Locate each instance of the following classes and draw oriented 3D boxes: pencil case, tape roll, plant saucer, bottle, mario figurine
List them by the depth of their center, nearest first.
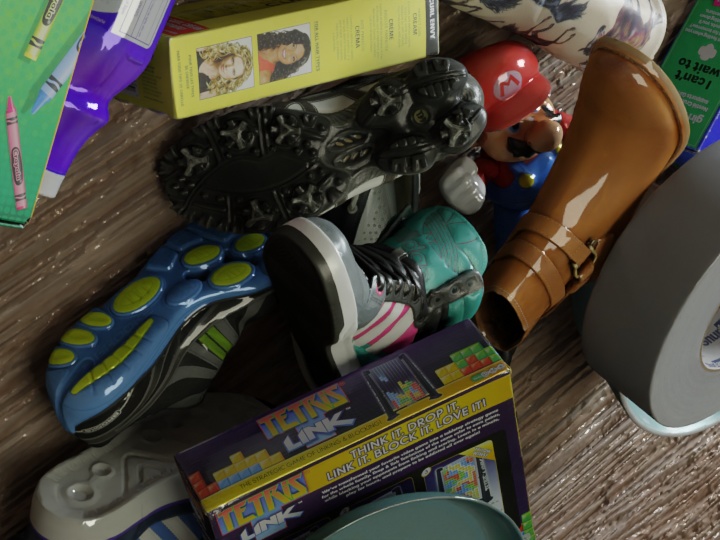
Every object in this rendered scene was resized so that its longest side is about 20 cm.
[{"bbox_3d":[-0.147,-0.139,0.969,0.200,0.083,0.065,-66,157,2],"label":"bottle"},{"bbox_3d":[0.009,0.207,1.109,0.200,0.027,0.201,-16,131,-20],"label":"plant saucer"},{"bbox_3d":[0.114,-0.191,1.193,0.200,0.089,0.078,18,115,-45],"label":"pencil case"},{"bbox_3d":[0.241,0.007,1.221,0.200,0.066,0.201,-33,145,-27],"label":"tape roll"},{"bbox_3d":[0.117,-0.069,1.229,0.200,0.106,0.124,64,29,-47],"label":"mario figurine"}]

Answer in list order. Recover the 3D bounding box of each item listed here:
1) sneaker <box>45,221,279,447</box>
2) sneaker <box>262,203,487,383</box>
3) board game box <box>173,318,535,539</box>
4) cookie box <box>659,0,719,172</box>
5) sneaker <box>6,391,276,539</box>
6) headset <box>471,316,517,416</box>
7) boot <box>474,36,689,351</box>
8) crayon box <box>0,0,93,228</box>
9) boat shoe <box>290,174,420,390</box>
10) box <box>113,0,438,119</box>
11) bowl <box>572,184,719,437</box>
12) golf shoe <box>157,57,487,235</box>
[{"bbox_3d":[-0.108,0.034,1.105,0.200,0.071,0.083,-39,151,-27],"label":"sneaker"},{"bbox_3d":[0.017,0.000,1.082,0.121,0.084,0.200,-38,158,-11],"label":"sneaker"},{"bbox_3d":[0.002,0.140,1.108,0.200,0.057,0.166,-24,133,-13],"label":"board game box"},{"bbox_3d":[0.316,-0.150,1.405,0.171,0.075,0.200,34,84,-46],"label":"cookie box"},{"bbox_3d":[-0.132,0.170,1.136,0.200,0.081,0.147,-23,135,-43],"label":"sneaker"},{"bbox_3d":[0.063,0.075,1.255,0.124,0.094,0.200,-84,156,-43],"label":"headset"},{"bbox_3d":[0.128,-0.044,1.152,0.155,0.077,0.200,-45,162,-21],"label":"boot"},{"bbox_3d":[-0.191,-0.135,0.903,0.058,0.119,0.201,10,102,-45],"label":"crayon box"},{"bbox_3d":[0.000,0.000,1.185,0.075,0.060,0.201,-20,121,-36],"label":"boat shoe"},{"bbox_3d":[-0.050,-0.137,1.069,0.200,0.075,0.050,-18,116,-36],"label":"box"},{"bbox_3d":[0.238,0.015,1.373,0.200,0.105,0.201,-19,126,-29],"label":"bowl"},{"bbox_3d":[-0.020,-0.073,1.096,0.199,0.094,0.078,-13,97,6],"label":"golf shoe"}]
